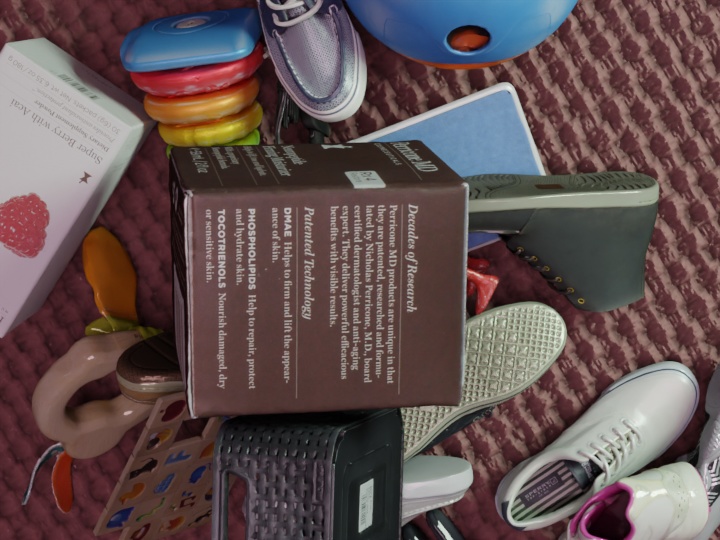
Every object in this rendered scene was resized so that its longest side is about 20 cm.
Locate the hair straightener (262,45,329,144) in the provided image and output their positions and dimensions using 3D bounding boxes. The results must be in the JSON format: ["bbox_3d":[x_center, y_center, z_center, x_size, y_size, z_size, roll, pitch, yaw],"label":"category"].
[{"bbox_3d":[-0.057,-0.171,1.366,0.041,0.077,0.202,18,112,39],"label":"hair straightener"}]

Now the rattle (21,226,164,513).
[{"bbox_3d":[-0.243,0.089,1.429,0.143,0.130,0.200,48,134,16],"label":"rattle"}]

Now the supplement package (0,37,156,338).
[{"bbox_3d":[-0.270,-0.069,1.369,0.121,0.120,0.201,33,101,-3],"label":"supplement package"}]

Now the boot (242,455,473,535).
[{"bbox_3d":[0.005,0.217,1.431,0.198,0.074,0.096,-10,100,14],"label":"boot"}]

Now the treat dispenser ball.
[{"bbox_3d":[0.075,-0.251,1.273,0.199,0.201,0.203,1,100,4],"label":"treat dispenser ball"}]

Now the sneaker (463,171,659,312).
[{"bbox_3d":[0.139,-0.018,1.361,0.198,0.075,0.107,-1,109,-5],"label":"sneaker"}]

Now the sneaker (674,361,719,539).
[{"bbox_3d":[0.323,0.163,1.392,0.114,0.075,0.201,17,106,-6],"label":"sneaker"}]

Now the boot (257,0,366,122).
[{"bbox_3d":[-0.057,-0.211,1.278,0.072,0.090,0.201,-23,76,13],"label":"boot"}]

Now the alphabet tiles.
[{"bbox_3d":[-0.126,0.152,1.378,0.008,0.166,0.201,52,132,27],"label":"alphabet tiles"}]

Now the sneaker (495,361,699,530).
[{"bbox_3d":[0.198,0.152,1.402,0.200,0.071,0.073,-40,95,7],"label":"sneaker"}]

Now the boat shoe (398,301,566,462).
[{"bbox_3d":[0.081,0.092,1.404,0.200,0.062,0.075,-37,81,8],"label":"boat shoe"}]

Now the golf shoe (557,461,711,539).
[{"bbox_3d":[0.190,0.218,1.378,0.091,0.076,0.200,5,139,-37],"label":"golf shoe"}]

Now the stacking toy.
[{"bbox_3d":[-0.118,-0.104,1.375,0.109,0.116,0.201,-6,113,9],"label":"stacking toy"}]

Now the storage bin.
[{"bbox_3d":[-0.036,0.175,1.293,0.093,0.200,0.136,3,92,15],"label":"storage bin"}]

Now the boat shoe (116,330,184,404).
[{"bbox_3d":[-0.107,0.090,1.369,0.199,0.072,0.077,-6,124,-36],"label":"boat shoe"}]

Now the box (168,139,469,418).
[{"bbox_3d":[-0.036,0.001,1.243,0.198,0.166,0.166,-3,105,-10],"label":"box"}]

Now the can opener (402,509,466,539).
[{"bbox_3d":[0.105,0.289,1.439,0.063,0.079,0.201,-29,87,13],"label":"can opener"}]

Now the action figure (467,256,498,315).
[{"bbox_3d":[0.000,0.000,1.371,0.199,0.065,0.099,26,104,-16],"label":"action figure"}]

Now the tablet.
[{"bbox_3d":[0.050,-0.064,1.387,0.199,0.014,0.131,-21,117,6],"label":"tablet"}]
